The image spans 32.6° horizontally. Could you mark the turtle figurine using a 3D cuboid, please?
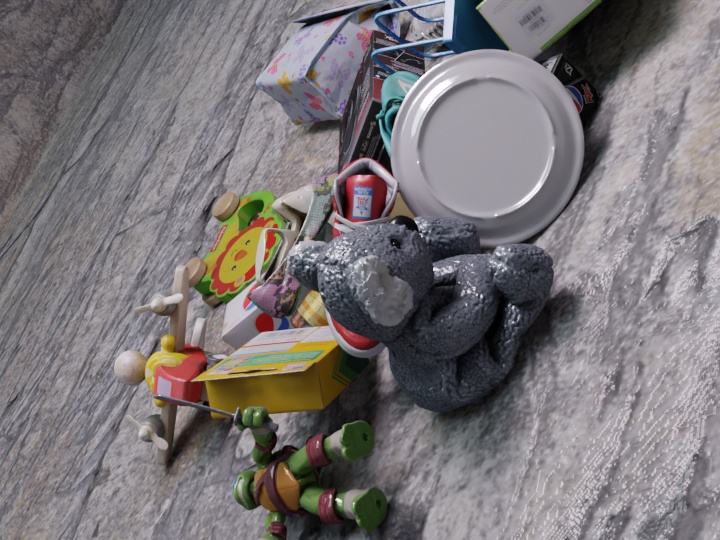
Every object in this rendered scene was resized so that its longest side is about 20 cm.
[{"bbox_3d":[-0.085,0.210,1.187,0.192,0.200,0.145,-15,51,36],"label":"turtle figurine"}]

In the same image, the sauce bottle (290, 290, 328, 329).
[{"bbox_3d":[0.000,0.000,1.433,0.201,0.066,0.066,-53,25,4],"label":"sauce bottle"}]

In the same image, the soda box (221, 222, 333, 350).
[{"bbox_3d":[-0.089,0.029,1.552,0.200,0.063,0.069,-39,28,29],"label":"soda box"}]

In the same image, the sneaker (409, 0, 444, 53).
[{"bbox_3d":[0.113,-0.333,1.681,0.087,0.075,0.200,-56,16,9],"label":"sneaker"}]

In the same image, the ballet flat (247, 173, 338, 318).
[{"bbox_3d":[-0.081,-0.042,1.467,0.069,0.071,0.202,-22,43,61],"label":"ballet flat"}]

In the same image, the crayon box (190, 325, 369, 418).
[{"bbox_3d":[-0.079,0.106,1.282,0.124,0.052,0.200,-7,8,18],"label":"crayon box"}]

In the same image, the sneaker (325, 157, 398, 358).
[{"bbox_3d":[0.002,-0.020,1.246,0.113,0.070,0.202,99,171,-54],"label":"sneaker"}]

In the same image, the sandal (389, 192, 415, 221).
[{"bbox_3d":[0.090,-0.046,1.346,0.209,0.070,0.078,-14,47,21],"label":"sandal"}]

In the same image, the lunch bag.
[{"bbox_3d":[-0.042,-0.332,1.876,0.201,0.127,0.169,-53,26,-17],"label":"lunch bag"}]

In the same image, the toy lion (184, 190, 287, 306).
[{"bbox_3d":[-0.164,-0.034,1.781,0.190,0.069,0.202,-13,45,45],"label":"toy lion"}]

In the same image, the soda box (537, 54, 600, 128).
[{"bbox_3d":[0.167,-0.175,1.361,0.199,0.071,0.064,-5,51,58],"label":"soda box"}]

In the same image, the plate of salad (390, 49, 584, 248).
[{"bbox_3d":[0.129,-0.124,1.261,0.201,0.200,0.048,-50,-9,6],"label":"plate of salad"}]

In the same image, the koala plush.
[{"bbox_3d":[0.040,0.025,1.136,0.177,0.199,0.186,24,92,55],"label":"koala plush"}]

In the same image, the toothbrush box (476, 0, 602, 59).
[{"bbox_3d":[0.225,-0.318,1.350,0.145,0.086,0.200,-39,5,27],"label":"toothbrush box"}]

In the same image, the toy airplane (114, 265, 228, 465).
[{"bbox_3d":[-0.248,0.123,1.594,0.200,0.139,0.202,112,157,-53],"label":"toy airplane"}]

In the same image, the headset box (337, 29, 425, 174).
[{"bbox_3d":[0.026,-0.185,1.557,0.201,0.076,0.150,-87,15,-52],"label":"headset box"}]

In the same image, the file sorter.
[{"bbox_3d":[0.095,-0.325,1.442,0.122,0.138,0.203,-5,73,33],"label":"file sorter"}]

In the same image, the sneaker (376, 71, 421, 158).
[{"bbox_3d":[0.055,-0.166,1.365,0.077,0.080,0.201,-31,38,16],"label":"sneaker"}]
